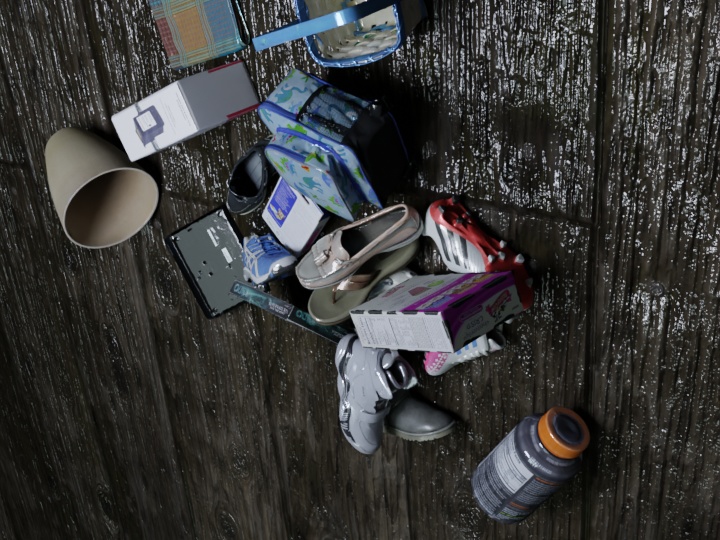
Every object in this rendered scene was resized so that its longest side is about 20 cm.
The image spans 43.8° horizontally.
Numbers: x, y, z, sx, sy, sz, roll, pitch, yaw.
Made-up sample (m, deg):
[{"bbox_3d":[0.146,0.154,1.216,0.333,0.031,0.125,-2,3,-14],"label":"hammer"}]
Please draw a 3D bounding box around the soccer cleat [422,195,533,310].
[{"bbox_3d":[0.161,-0.015,1.250,0.200,0.069,0.085,48,145,15],"label":"soccer cleat"}]

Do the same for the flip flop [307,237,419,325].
[{"bbox_3d":[0.000,0.000,1.321,0.081,0.200,0.058,54,-176,34],"label":"flip flop"}]

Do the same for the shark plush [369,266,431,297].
[{"bbox_3d":[0.057,0.016,1.381,0.199,0.091,0.083,-1,138,27],"label":"shark plush"}]

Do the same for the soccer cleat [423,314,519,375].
[{"bbox_3d":[0.160,0.105,1.311,0.086,0.070,0.200,42,134,16],"label":"soccer cleat"}]

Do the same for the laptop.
[{"bbox_3d":[-0.273,-0.011,1.676,0.199,0.103,0.178,-26,95,21],"label":"laptop"}]

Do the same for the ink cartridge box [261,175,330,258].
[{"bbox_3d":[-0.100,-0.094,1.414,0.095,0.037,0.200,53,157,6],"label":"ink cartridge box"}]

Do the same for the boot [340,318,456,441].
[{"bbox_3d":[0.059,0.169,1.448,0.181,0.072,0.201,-1,105,40],"label":"boot"}]

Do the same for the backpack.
[{"bbox_3d":[-0.049,-0.179,1.251,0.200,0.147,0.183,34,169,30],"label":"backpack"}]

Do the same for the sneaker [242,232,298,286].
[{"bbox_3d":[-0.160,-0.020,1.492,0.200,0.075,0.077,2,107,65],"label":"sneaker"}]

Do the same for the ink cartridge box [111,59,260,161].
[{"bbox_3d":[-0.284,-0.257,1.448,0.199,0.145,0.085,-12,105,45],"label":"ink cartridge box"}]

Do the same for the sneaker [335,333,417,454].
[{"bbox_3d":[0.027,0.200,1.389,0.115,0.075,0.201,6,110,44],"label":"sneaker"}]

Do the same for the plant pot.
[{"bbox_3d":[-0.512,-0.178,1.693,0.200,0.187,0.188,49,138,29],"label":"plant pot"}]

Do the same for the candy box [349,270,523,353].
[{"bbox_3d":[0.098,0.055,1.204,0.200,0.136,0.061,-2,111,55],"label":"candy box"}]

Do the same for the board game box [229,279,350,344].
[{"bbox_3d":[-0.114,0.070,1.466,0.200,0.135,0.028,19,82,53],"label":"board game box"}]

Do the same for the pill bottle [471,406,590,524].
[{"bbox_3d":[0.250,0.278,1.302,0.106,0.106,0.200,44,135,13],"label":"pill bottle"}]

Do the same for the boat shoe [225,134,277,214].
[{"bbox_3d":[-0.186,-0.148,1.480,0.075,0.066,0.199,55,137,2],"label":"boat shoe"}]

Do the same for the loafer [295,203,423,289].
[{"bbox_3d":[-0.009,-0.041,1.271,0.199,0.063,0.072,-27,66,7],"label":"loafer"}]

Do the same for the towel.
[{"bbox_3d":[-0.265,-0.408,1.437,0.199,0.022,0.147,-4,110,43],"label":"towel"}]

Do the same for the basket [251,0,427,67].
[{"bbox_3d":[-0.018,-0.327,1.129,0.176,0.200,0.140,0,113,43],"label":"basket"}]
